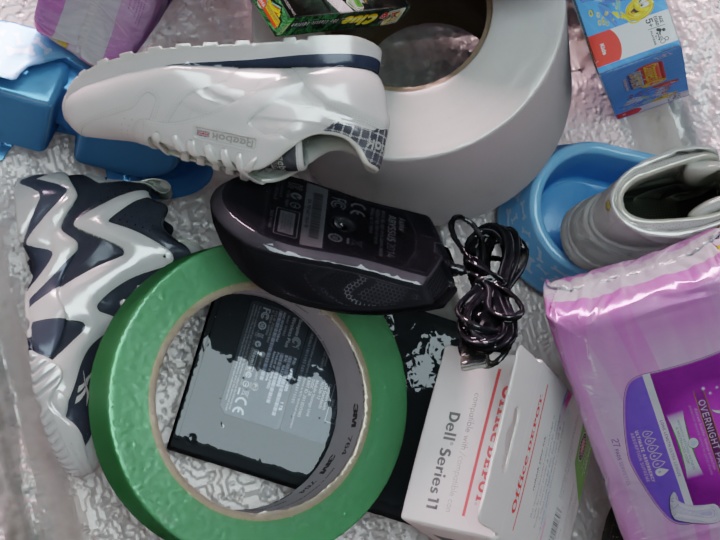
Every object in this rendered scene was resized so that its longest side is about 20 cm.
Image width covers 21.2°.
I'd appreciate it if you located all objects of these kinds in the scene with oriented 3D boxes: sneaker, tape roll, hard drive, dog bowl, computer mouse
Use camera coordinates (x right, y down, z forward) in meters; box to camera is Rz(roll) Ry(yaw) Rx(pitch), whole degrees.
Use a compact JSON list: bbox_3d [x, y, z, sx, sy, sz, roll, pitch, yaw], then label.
[{"bbox_3d":[0.243,-0.039,1.256,0.199,0.116,0.074,-8,79,-14],"label":"sneaker"},{"bbox_3d":[-0.069,0.083,1.214,0.200,0.048,0.201,2,84,-23],"label":"tape roll"},{"bbox_3d":[-0.083,-0.092,1.156,0.199,0.076,0.081,-5,84,9],"label":"sneaker"},{"bbox_3d":[0.038,-0.144,1.260,0.202,0.139,0.203,-2,74,8],"label":"tape roll"},{"bbox_3d":[-0.014,0.082,1.289,0.199,0.033,0.140,18,76,-7],"label":"hard drive"},{"bbox_3d":[-0.150,0.028,1.247,0.129,0.080,0.200,-8,71,-4],"label":"sneaker"},{"bbox_3d":[0.198,-0.029,1.337,0.199,0.050,0.112,12,77,-8],"label":"dog bowl"},{"bbox_3d":[0.000,0.000,1.171,0.199,0.053,0.139,17,34,-3],"label":"computer mouse"},{"bbox_3d":[-0.189,-0.107,1.256,0.199,0.112,0.050,15,63,-8],"label":"dog bowl"}]

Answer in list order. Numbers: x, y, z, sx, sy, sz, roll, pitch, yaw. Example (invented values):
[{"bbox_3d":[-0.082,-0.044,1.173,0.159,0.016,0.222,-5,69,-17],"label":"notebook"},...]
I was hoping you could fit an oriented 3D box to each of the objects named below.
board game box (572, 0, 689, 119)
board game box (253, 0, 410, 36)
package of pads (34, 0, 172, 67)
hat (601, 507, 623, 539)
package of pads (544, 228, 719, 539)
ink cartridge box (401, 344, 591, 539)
[{"bbox_3d":[0.162,-0.215,1.294,0.056,0.200,0.196,-19,83,9],"label":"board game box"},{"bbox_3d":[-0.058,-0.230,1.182,0.105,0.023,0.200,-13,64,-41],"label":"board game box"},{"bbox_3d":[-0.134,-0.230,1.236,0.076,0.121,0.200,28,43,-3],"label":"package of pads"},{"bbox_3d":[0.261,0.203,1.297,0.200,0.081,0.201,-2,70,5],"label":"hat"},{"bbox_3d":[0.200,0.084,1.196,0.120,0.076,0.200,-17,109,12],"label":"package of pads"},{"bbox_3d":[0.086,0.120,1.214,0.067,0.200,0.117,9,75,23],"label":"ink cartridge box"}]
